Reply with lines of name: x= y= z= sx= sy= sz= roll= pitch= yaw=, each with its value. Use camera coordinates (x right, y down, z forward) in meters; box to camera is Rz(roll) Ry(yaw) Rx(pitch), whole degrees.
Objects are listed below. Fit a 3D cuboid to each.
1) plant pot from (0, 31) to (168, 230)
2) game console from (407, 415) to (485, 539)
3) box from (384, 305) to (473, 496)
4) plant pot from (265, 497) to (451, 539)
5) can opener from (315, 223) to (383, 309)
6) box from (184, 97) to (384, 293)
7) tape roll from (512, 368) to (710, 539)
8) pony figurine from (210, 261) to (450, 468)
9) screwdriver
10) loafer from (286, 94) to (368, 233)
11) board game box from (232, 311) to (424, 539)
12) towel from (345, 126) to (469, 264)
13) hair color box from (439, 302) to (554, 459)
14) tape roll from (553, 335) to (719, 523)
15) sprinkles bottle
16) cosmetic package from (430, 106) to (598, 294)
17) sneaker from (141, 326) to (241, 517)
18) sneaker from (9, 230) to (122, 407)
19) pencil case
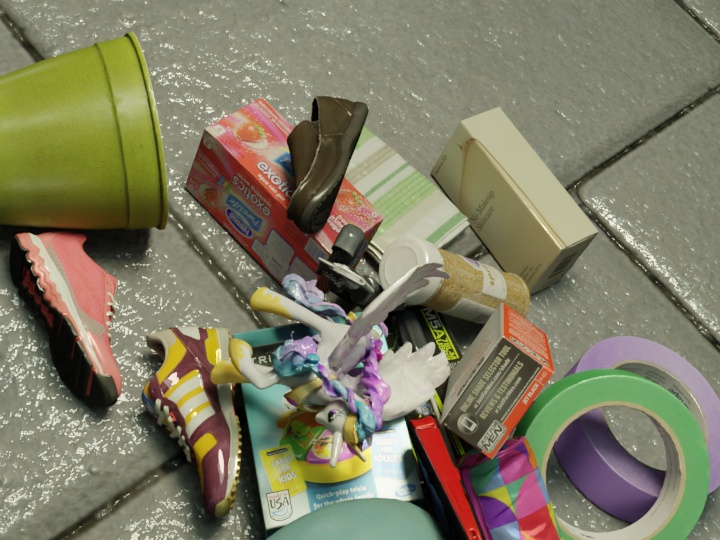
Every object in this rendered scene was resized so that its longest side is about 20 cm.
plant pot: x=-0.308 y=-0.124 z=1.212 sx=0.190 sy=0.201 sz=0.202 roll=-11 pitch=60 yaw=-16
game console: x=0.092 y=0.247 z=1.086 sx=0.031 sy=0.202 sz=0.178 roll=-19 pitch=37 yaw=-1
box: x=0.034 y=0.138 z=1.253 sx=0.191 sy=0.048 sz=0.202 roll=-9 pitch=59 yaw=-32
plant pot: x=0.012 y=0.276 z=1.041 sx=0.200 sy=0.201 sz=0.135 roll=41 pitch=46 yaw=9
can opener: x=0.000 y=0.000 z=1.242 sx=0.053 sy=0.200 sz=0.067 roll=26 pitch=87 yaw=11
box: x=-0.085 y=-0.075 z=1.319 sx=0.200 sy=0.103 sz=0.094 roll=44 pitch=49 yaw=12
tape roll: x=0.250 y=0.202 z=1.222 sx=0.197 sy=0.048 sz=0.204 roll=0 pitch=93 yaw=-3
pony figurine: x=-0.017 y=0.077 z=1.099 sx=0.199 sy=0.168 sz=0.193 roll=27 pitch=55 yaw=36
screwdriver: x=0.073 y=0.124 z=1.227 sx=0.028 sy=0.029 sz=0.202 roll=-1 pitch=50 yaw=-26
loafer: x=-0.048 y=-0.114 z=1.258 sx=0.071 sy=0.073 sz=0.201 roll=21 pitch=40 yaw=-2
board game box: x=-0.034 y=0.146 z=1.161 sx=0.149 sy=0.047 sz=0.202 roll=-9 pitch=61 yaw=-8
towel: x=0.018 y=-0.085 z=1.427 sx=0.200 sy=0.031 sz=0.149 roll=42 pitch=47 yaw=12
hair color box: x=0.131 y=0.101 z=1.164 sx=0.061 sy=0.102 sz=0.200 roll=35 pitch=10 yaw=2
tape roll: x=0.310 y=0.175 z=1.338 sx=0.197 sy=0.066 sz=0.202 roll=12 pitch=52 yaw=-15
sprinkles bottle: x=0.105 y=0.017 z=1.308 sx=0.199 sy=0.068 sz=0.069 roll=18 pitch=44 yaw=-48
cosmetic package: x=0.182 y=-0.083 z=1.446 sx=0.073 sy=0.104 sz=0.201 roll=-23 pitch=66 yaw=-35
sneaker: x=-0.163 y=0.143 z=1.148 sx=0.089 sy=0.075 sz=0.202 roll=1 pitch=49 yaw=-13
sneaker: x=-0.265 y=0.036 z=1.172 sx=0.086 sy=0.074 sz=0.201 roll=-17 pitch=64 yaw=-35
pencil case: x=0.153 y=0.261 z=1.152 sx=0.088 sy=0.088 sz=0.202 roll=-17 pitch=86 yaw=-33
